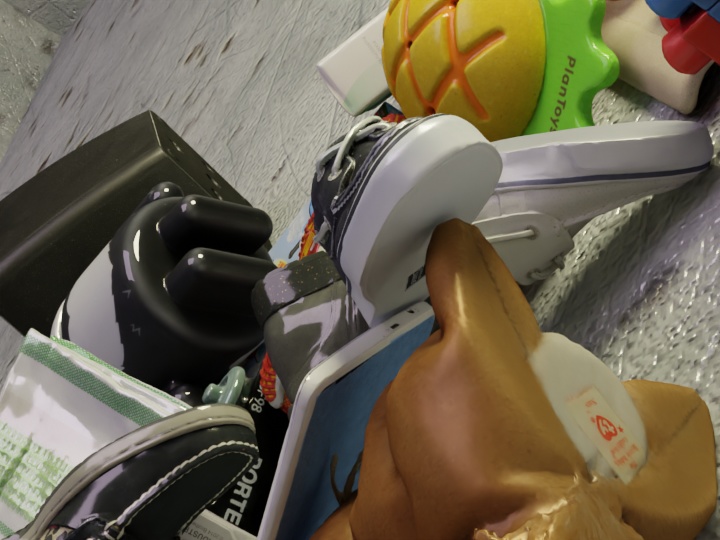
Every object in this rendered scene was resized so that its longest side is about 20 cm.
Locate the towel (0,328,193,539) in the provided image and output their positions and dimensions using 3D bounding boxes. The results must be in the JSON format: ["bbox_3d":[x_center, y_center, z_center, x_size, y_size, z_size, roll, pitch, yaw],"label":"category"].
[{"bbox_3d":[-0.174,0.140,0.746,0.149,0.031,0.201,21,79,38],"label":"towel"}]

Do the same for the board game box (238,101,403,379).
[{"bbox_3d":[-0.021,-0.006,0.996,0.200,0.036,0.152,-52,22,18],"label":"board game box"}]

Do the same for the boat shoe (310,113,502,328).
[{"bbox_3d":[0.010,-0.032,0.604,0.072,0.068,0.200,-37,-10,-7],"label":"boat shoe"}]

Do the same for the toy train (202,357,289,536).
[{"bbox_3d":[-0.087,0.149,0.874,0.114,0.085,0.201,-45,22,56],"label":"toy train"}]

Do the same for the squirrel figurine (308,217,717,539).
[{"bbox_3d":[0.030,0.122,0.549,0.187,0.141,0.201,-43,27,33],"label":"squirrel figurine"}]

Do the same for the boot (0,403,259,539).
[{"bbox_3d":[-0.102,0.172,0.644,0.203,0.073,0.154,-38,60,13],"label":"boot"}]

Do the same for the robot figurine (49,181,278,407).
[{"bbox_3d":[-0.136,0.029,0.979,0.200,0.125,0.150,-42,9,42],"label":"robot figurine"}]

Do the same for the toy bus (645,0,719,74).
[{"bbox_3d":[0.194,-0.183,0.621,0.192,0.135,0.201,-44,25,42],"label":"toy bus"}]

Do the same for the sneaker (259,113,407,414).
[{"bbox_3d":[0.000,0.000,0.875,0.073,0.077,0.201,157,133,-71],"label":"sneaker"}]

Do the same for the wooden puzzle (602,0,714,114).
[{"bbox_3d":[0.188,-0.195,0.766,0.201,0.046,0.185,-55,21,9],"label":"wooden puzzle"}]

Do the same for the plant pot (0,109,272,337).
[{"bbox_3d":[-0.183,-0.014,1.183,0.177,0.199,0.200,-44,22,5],"label":"plant pot"}]

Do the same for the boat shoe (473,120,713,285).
[{"bbox_3d":[0.077,-0.027,0.705,0.199,0.070,0.071,-10,10,16],"label":"boat shoe"}]

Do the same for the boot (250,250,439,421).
[{"bbox_3d":[0.040,0.034,0.761,0.199,0.068,0.131,-27,58,12],"label":"boot"}]

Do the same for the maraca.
[{"bbox_3d":[0.081,-0.123,0.829,0.200,0.106,0.138,40,129,51],"label":"maraca"}]

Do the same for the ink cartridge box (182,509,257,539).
[{"bbox_3d":[-0.112,0.226,0.756,0.201,0.119,0.042,-62,16,-11],"label":"ink cartridge box"}]

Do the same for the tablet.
[{"bbox_3d":[-0.020,0.118,0.666,0.130,0.014,0.201,-28,-41,-60],"label":"tablet"}]

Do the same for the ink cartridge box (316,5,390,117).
[{"bbox_3d":[0.066,-0.185,0.988,0.199,0.050,0.161,-35,3,9],"label":"ink cartridge box"}]
